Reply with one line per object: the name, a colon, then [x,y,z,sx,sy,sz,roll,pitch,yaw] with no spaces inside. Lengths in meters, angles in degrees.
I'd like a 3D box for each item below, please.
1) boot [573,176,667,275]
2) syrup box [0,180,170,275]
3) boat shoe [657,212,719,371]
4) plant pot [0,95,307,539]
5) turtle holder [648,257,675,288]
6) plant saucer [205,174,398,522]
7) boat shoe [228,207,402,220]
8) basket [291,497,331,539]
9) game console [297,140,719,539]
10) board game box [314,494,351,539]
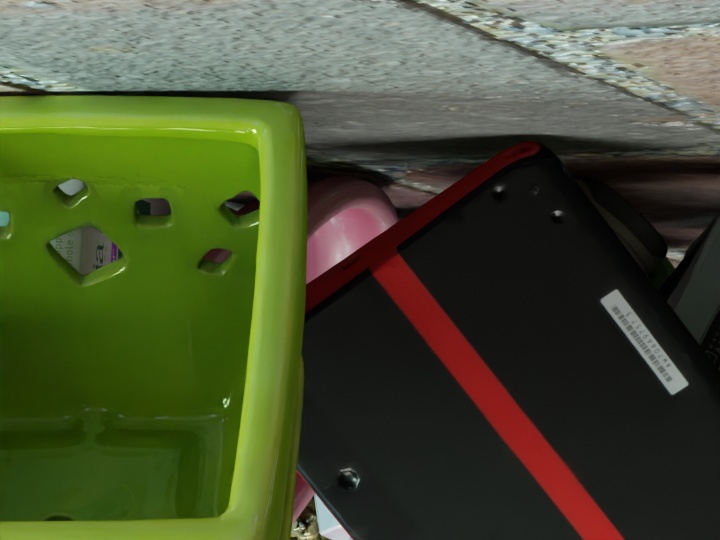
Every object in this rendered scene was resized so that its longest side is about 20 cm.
boot: [0.055,0.039,1.419,0.073,0.154,0.204,41,163,-5]
syrup box: [-0.131,-0.008,1.333,0.081,0.079,0.200,1,175,10]
boat shoe: [0.143,0.043,1.354,0.073,0.200,0.068,28,178,0]
plant pot: [-0.116,0.065,1.135,0.199,0.200,0.182,1,145,5]
turtle holder: [0.141,0.082,1.705,0.132,0.186,0.141,-41,175,23]
plant saucer: [-0.050,0.046,1.389,0.051,0.201,0.200,23,-177,19]
boat shoe: [0.000,0.000,1.545,0.199,0.069,0.071,25,-165,-36]
basket: [-0.035,0.163,1.687,0.199,0.150,0.142,7,-152,44]
game console: [0.063,0.065,1.290,0.177,0.200,0.031,-35,-164,14]
board game box: [0.111,0.116,1.547,0.199,0.044,0.199,-23,147,24]
